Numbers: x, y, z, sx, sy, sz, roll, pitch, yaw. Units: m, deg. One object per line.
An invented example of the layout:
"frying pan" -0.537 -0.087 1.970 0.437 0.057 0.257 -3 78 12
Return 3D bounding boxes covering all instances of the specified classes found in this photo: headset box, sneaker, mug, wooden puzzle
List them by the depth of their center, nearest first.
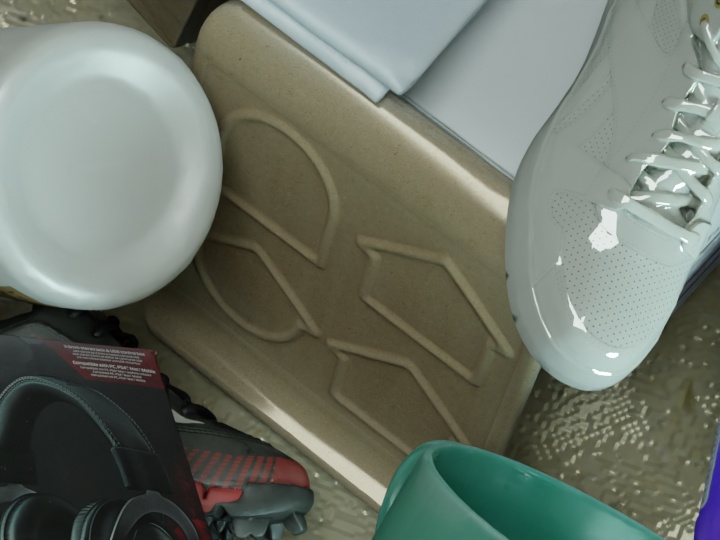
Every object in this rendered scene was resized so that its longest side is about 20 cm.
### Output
"sneaker" 0.121 -0.059 0.872 0.074 0.116 0.200 26 66 -17
"headset box" -0.136 0.106 0.900 0.077 0.149 0.200 -50 45 37
"mug" 0.064 0.149 0.906 0.152 0.185 0.115 28 99 1
"wooden puzzle" 0.000 0.000 1.002 0.185 0.200 0.046 37 49 15
"sneaker" -0.110 0.059 1.045 0.200 0.071 0.098 14 81 14

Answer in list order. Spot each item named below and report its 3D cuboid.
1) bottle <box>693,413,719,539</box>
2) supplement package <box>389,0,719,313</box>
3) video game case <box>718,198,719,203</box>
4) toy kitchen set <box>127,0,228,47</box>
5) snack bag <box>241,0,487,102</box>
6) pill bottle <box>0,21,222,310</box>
"bottle" 0.173 0.105 0.969 0.065 0.084 0.200 2 65 31
"supplement package" 0.081 -0.084 1.013 0.200 0.111 0.156 39 70 15
"video game case" 0.246 -0.069 0.977 0.182 0.023 0.200 35 72 -27
"toy kitchen set" -0.051 -0.249 1.076 0.163 0.200 0.180 -27 68 -42
"snack bag" -0.001 -0.183 0.979 0.188 0.021 0.200 36 63 11
"pill bottle" -0.154 -0.045 1.011 0.200 0.114 0.114 5 71 56
